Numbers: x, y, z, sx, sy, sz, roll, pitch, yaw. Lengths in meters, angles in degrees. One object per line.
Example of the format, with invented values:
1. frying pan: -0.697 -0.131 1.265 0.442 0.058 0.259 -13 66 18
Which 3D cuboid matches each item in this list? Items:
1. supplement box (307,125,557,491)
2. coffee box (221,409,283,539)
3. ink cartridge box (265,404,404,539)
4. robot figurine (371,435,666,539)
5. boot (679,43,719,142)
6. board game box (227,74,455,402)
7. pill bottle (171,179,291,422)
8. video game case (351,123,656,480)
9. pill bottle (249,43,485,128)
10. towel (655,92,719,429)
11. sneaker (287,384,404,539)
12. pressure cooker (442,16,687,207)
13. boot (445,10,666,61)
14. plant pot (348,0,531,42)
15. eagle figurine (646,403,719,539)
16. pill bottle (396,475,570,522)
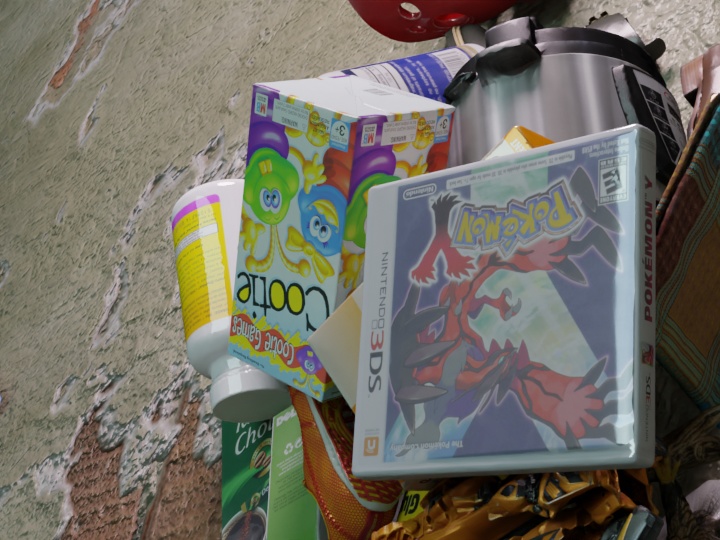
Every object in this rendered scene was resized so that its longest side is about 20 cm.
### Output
1. supplement box: 0.078 0.027 0.879 0.200 0.073 0.126 -46 61 19
2. coffee box: -0.070 0.163 1.236 0.123 0.044 0.201 -37 37 29
3. ink cartridge box: -0.015 0.162 1.106 0.059 0.104 0.201 -33 39 31
4. robot figurine: 0.089 0.147 0.810 0.200 0.058 0.145 -42 27 28
5. boot: 0.322 -0.135 0.967 0.199 0.064 0.187 -30 42 28
6. board game box: -0.016 -0.026 0.998 0.105 0.103 0.201 22 114 38
7. pill bottle: -0.107 0.028 1.243 0.104 0.104 0.201 -31 57 35
8. video game case: 0.077 0.024 0.799 0.199 0.023 0.183 -10 70 41
9. pill bottle: 0.017 -0.111 1.158 0.120 0.199 0.120 166 90 -72
10. towel: 0.222 0.005 0.844 0.022 0.200 0.147 16 74 40
11. sneaker: -0.023 0.123 1.023 0.200 0.073 0.077 -106 35 -56
12. pressure cooker: 0.142 -0.079 1.020 0.176 0.177 0.201 117 156 -56
13. boot: 0.167 -0.187 1.217 0.138 0.077 0.200 -44 46 11
14. plant pot: 0.095 -0.324 1.318 0.182 0.200 0.201 -2 59 43
15. eagle figurine: 0.187 0.200 0.809 0.152 0.150 0.201 100 151 -68
16. pill bottle: 0.078 0.181 0.953 0.112 0.112 0.201 -11 53 49
